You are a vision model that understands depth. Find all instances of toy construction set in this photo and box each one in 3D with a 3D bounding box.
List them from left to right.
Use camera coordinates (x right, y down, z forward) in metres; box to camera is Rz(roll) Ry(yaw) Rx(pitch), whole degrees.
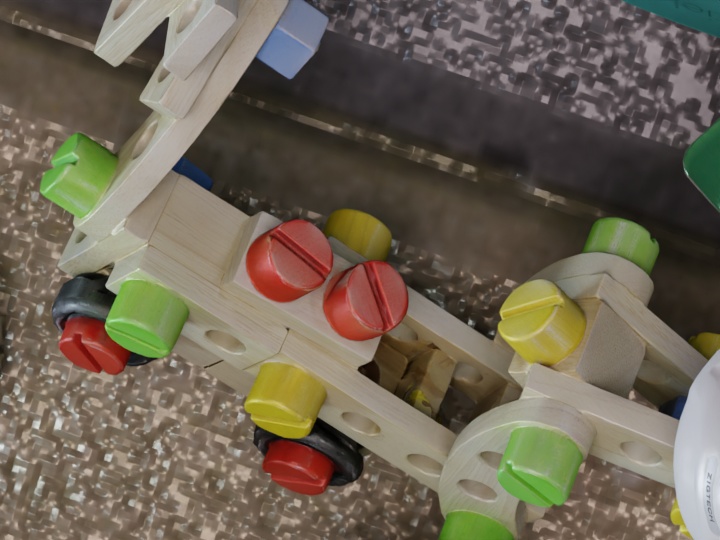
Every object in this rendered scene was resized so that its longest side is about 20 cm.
[{"bbox_3d":[0.000,0.000,0.717,0.200,0.092,0.131,46,150,-12],"label":"toy construction set"}]

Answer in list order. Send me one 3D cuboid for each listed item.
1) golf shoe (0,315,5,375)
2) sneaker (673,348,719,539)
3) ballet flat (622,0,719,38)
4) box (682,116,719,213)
[{"bbox_3d":[-0.141,0.051,0.769,0.078,0.097,0.200,2,101,11],"label":"golf shoe"},{"bbox_3d":[0.173,0.038,0.651,0.200,0.081,0.075,-14,105,-9],"label":"sneaker"},{"bbox_3d":[0.030,-0.106,0.729,0.200,0.069,0.070,16,104,4],"label":"ballet flat"},{"bbox_3d":[0.182,0.004,0.718,0.117,0.048,0.200,-42,101,15],"label":"box"}]
